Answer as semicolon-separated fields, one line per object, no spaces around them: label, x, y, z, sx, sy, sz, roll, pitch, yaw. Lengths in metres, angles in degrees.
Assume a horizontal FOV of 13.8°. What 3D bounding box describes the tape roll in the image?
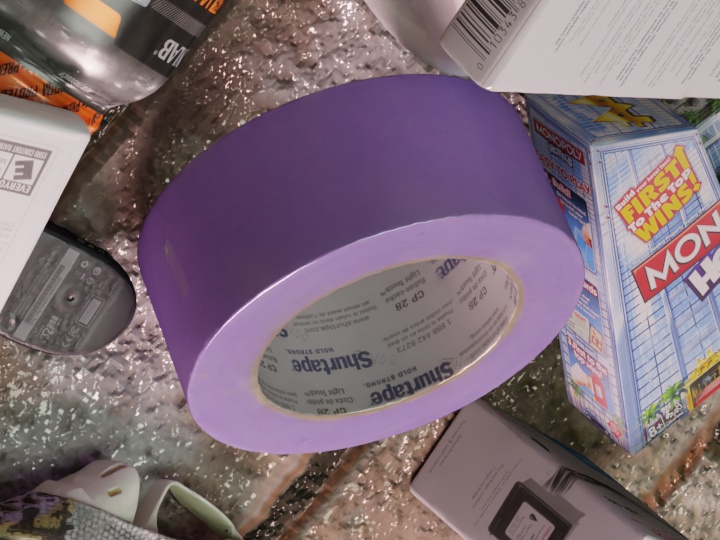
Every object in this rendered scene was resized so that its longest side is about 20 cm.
tape roll;0.000;0.000;1.421;0.200;0.085;0.200;-16;150;-10

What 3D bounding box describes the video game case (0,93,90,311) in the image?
video game case;-0.233;-0.006;1.215;0.200;0.023;0.182;13;116;-38

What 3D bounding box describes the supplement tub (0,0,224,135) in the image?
supplement tub;-0.102;-0.159;1.279;0.123;0.123;0.200;32;96;-43

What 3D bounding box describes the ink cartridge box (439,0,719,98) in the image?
ink cartridge box;0.152;-0.162;1.309;0.200;0.043;0.196;-3;133;-52

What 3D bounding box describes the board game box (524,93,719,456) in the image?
board game box;0.169;-0.040;1.516;0.200;0.062;0.200;-38;134;-10

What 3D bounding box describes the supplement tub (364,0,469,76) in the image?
supplement tub;0.092;-0.196;1.383;0.200;0.145;0.145;-32;131;-17

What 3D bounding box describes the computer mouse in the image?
computer mouse;-0.184;-0.016;1.375;0.200;0.034;0.059;32;97;-37

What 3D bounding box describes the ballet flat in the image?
ballet flat;-0.118;0.132;1.494;0.200;0.072;0.072;25;100;-43

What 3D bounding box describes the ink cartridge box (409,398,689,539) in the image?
ink cartridge box;0.131;0.156;1.589;0.116;0.200;0.067;31;95;-44
